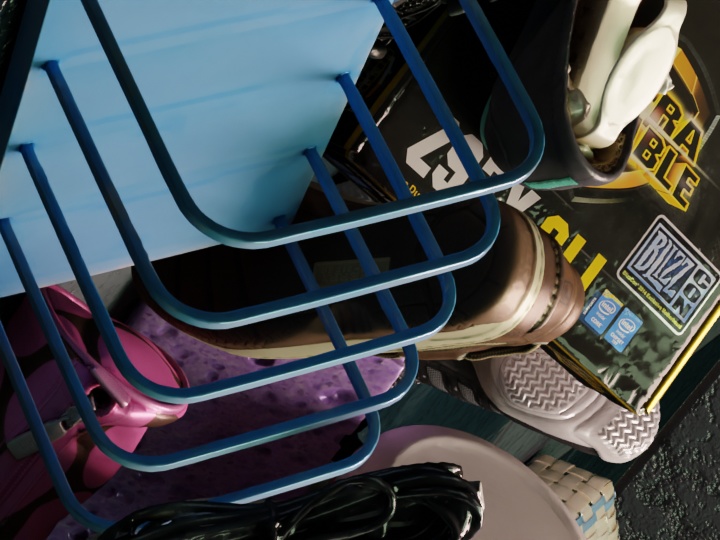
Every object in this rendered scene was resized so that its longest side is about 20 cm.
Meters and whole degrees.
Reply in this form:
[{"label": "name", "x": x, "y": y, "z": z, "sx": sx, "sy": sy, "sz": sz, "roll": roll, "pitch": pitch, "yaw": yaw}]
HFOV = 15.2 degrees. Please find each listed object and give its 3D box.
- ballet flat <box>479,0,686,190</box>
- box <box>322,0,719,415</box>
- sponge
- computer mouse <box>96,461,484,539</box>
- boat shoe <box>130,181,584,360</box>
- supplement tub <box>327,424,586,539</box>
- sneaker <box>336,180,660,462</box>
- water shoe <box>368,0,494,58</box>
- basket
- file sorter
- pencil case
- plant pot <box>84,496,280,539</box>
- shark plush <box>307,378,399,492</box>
[{"label": "ballet flat", "x": 0.110, "y": -0.123, "z": 1.055, "sx": 0.073, "sy": 0.073, "sz": 0.201, "roll": 11, "pitch": 100, "yaw": -76}, {"label": "box", "x": 0.094, "y": -0.059, "z": 1.132, "sx": 0.160, "sy": 0.200, "sz": 0.049, "roll": -52, "pitch": -148, "yaw": -5}, {"label": "sponge", "x": -0.078, "y": 0.078, "z": 1.219, "sx": 0.200, "sy": 0.111, "sz": 0.030, "roll": -52, "pitch": -164, "yaw": 26}, {"label": "computer mouse", "x": -0.012, "y": 0.165, "z": 0.965, "sx": 0.138, "sy": 0.201, "sz": 0.053, "roll": -10, "pitch": -167, "yaw": -2}, {"label": "boat shoe", "x": -0.001, "y": 0.006, "z": 1.069, "sx": 0.075, "sy": 0.201, "sz": 0.075, "roll": 21, "pitch": 80, "yaw": -49}, {"label": "supplement tub", "x": 0.005, "y": 0.179, "z": 1.236, "sx": 0.140, "sy": 0.140, "sz": 0.200, "roll": -30, "pitch": 163, "yaw": -53}, {"label": "sneaker", "x": 0.050, "y": 0.040, "z": 1.342, "sx": 0.076, "sy": 0.199, "sz": 0.114, "roll": -56, "pitch": 180, "yaw": -32}, {"label": "water shoe", "x": 0.039, "y": -0.129, "z": 1.022, "sx": 0.200, "sy": 0.079, "sz": 0.071, "roll": -52, "pitch": 166, "yaw": 24}, {"label": "basket", "x": 0.175, "y": 0.294, "z": 2.654, "sx": 0.176, "sy": 0.138, "sz": 0.201, "roll": -32, "pitch": 131, "yaw": -50}, {"label": "file sorter", "x": -0.040, "y": -0.018, "z": 0.915, "sx": 0.138, "sy": 0.123, "sz": 0.200, "roll": -15, "pitch": 153, "yaw": -27}, {"label": "pencil case", "x": -0.158, "y": 0.098, "z": 1.069, "sx": 0.200, "sy": 0.091, "sz": 0.094, "roll": -51, "pitch": -158, "yaw": 10}, {"label": "plant pot", "x": -0.067, "y": 0.175, "z": 1.074, "sx": 0.200, "sy": 0.200, "sz": 0.173, "roll": -46, "pitch": -165, "yaw": -4}, {"label": "shark plush", "x": -0.062, "y": 0.100, "z": 1.271, "sx": 0.199, "sy": 0.083, "sz": 0.091, "roll": -25, "pitch": -151, "yaw": 44}]
